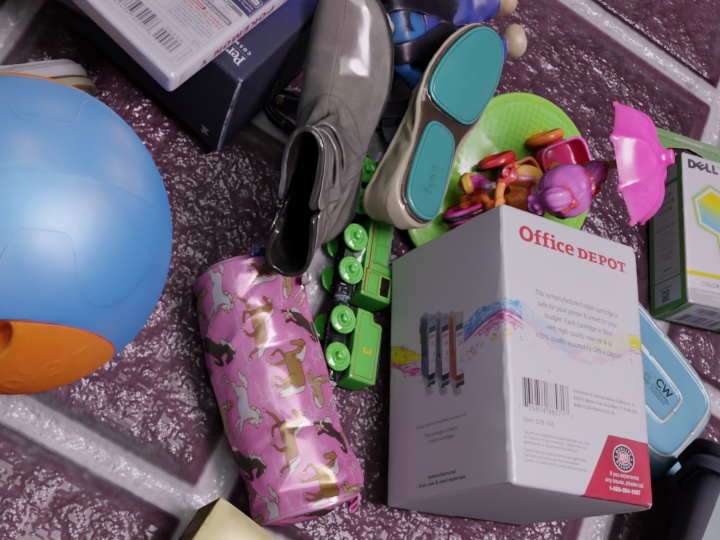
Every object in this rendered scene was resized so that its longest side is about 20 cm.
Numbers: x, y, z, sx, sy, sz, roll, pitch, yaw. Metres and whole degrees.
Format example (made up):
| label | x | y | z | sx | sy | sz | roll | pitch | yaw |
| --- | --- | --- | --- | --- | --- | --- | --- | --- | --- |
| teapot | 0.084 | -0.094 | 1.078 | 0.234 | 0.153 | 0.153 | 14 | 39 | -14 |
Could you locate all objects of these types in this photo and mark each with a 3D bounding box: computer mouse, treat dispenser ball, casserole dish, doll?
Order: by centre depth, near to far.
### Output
| label | x | y | z | sx | sy | sz | roll | pitch | yaw |
| --- | --- | --- | --- | --- | --- | --- | --- | --- | --- |
| treat dispenser ball | -0.220 | -0.024 | 0.672 | 0.198 | 0.201 | 0.204 | 8 | 69 | -20 |
| computer mouse | 0.012 | -0.130 | 0.904 | 0.197 | 0.034 | 0.060 | 5 | 71 | -21 |
| doll | 0.061 | -0.216 | 0.917 | 0.198 | 0.048 | 0.139 | -16 | 95 | -41 |
| casserole dish | 0.232 | 0.090 | 0.918 | 0.121 | 0.039 | 0.201 | -39 | 91 | -28 |

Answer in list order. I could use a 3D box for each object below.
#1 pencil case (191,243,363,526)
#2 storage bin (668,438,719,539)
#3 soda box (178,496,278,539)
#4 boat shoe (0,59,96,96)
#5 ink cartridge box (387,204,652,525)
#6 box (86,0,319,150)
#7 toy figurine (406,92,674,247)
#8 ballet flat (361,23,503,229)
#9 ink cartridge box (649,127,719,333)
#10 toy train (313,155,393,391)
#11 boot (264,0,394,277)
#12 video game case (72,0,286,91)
| label | x | y | z | sx | sy | sz | roll | pitch | yaw |
| --- | --- | --- | --- | --- | --- | --- | --- | --- | --- |
| pencil case | -0.060 | 0.086 | 0.771 | 0.082 | 0.086 | 0.203 | 2 | 69 | -54 |
| storage bin | 0.321 | 0.245 | 0.821 | 0.198 | 0.146 | 0.136 | 26 | 74 | 14 |
| soda box | -0.044 | 0.246 | 0.728 | 0.199 | 0.068 | 0.064 | 38 | 61 | -7 |
| boat shoe | -0.287 | -0.122 | 0.750 | 0.198 | 0.075 | 0.069 | -25 | 74 | -37 |
| ink cartridge box | 0.117 | 0.078 | 0.800 | 0.144 | 0.144 | 0.203 | 15 | 66 | -31 |
| box | -0.098 | -0.224 | 0.842 | 0.147 | 0.104 | 0.201 | 39 | 61 | 1 |
| toy figurine | 0.156 | -0.073 | 0.842 | 0.198 | 0.184 | 0.152 | -24 | 98 | -22 |
| ballet flat | 0.056 | -0.119 | 0.864 | 0.069 | 0.069 | 0.202 | 31 | 64 | -10 |
| ink cartridge box | 0.330 | -0.047 | 0.995 | 0.102 | 0.059 | 0.203 | 12 | 68 | -19 |
| toy train | 0.000 | 0.000 | 0.851 | 0.056 | 0.042 | 0.203 | 20 | 65 | -26 |
| boot | -0.022 | -0.102 | 0.752 | 0.067 | 0.131 | 0.204 | 10 | 105 | 6 |
| video game case | -0.145 | -0.249 | 0.767 | 0.200 | 0.023 | 0.182 | 43 | 62 | 5 |
